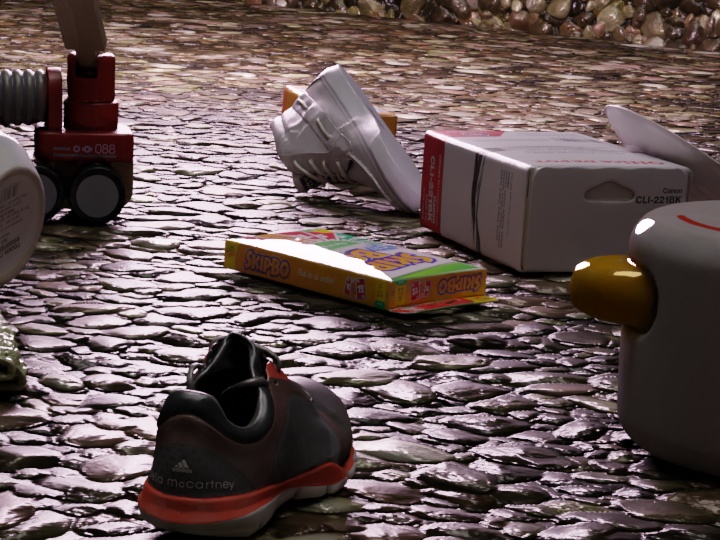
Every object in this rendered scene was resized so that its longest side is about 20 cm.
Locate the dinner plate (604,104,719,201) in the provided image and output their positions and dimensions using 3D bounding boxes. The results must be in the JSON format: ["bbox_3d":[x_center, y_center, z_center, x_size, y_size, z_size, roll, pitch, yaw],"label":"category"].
[{"bbox_3d":[0.275,-0.068,1.873,0.200,0.024,0.200,37,-1,1],"label":"dinner plate"}]

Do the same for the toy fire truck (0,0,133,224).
[{"bbox_3d":[-0.267,-0.142,1.851,0.174,0.202,0.129,1,11,-11],"label":"toy fire truck"}]

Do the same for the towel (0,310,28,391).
[{"bbox_3d":[-0.278,0.034,1.365,0.147,0.037,0.200,1,13,-18],"label":"towel"}]

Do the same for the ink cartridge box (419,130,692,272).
[{"bbox_3d":[0.151,-0.057,1.832,0.143,0.085,0.200,-1,11,-22],"label":"ink cartridge box"}]

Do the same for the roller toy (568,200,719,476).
[{"bbox_3d":[0.232,0.029,1.262,0.199,0.141,0.182,12,14,42],"label":"roller toy"}]

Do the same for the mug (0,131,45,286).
[{"bbox_3d":[-0.304,-0.033,1.550,0.152,0.188,0.150,17,-17,23],"label":"mug"}]

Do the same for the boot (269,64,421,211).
[{"bbox_3d":[-0.014,-0.094,2.047,0.074,0.095,0.200,43,10,-40],"label":"boot"}]

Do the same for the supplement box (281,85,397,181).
[{"bbox_3d":[-0.024,-0.132,2.225,0.068,0.067,0.200,3,11,-15],"label":"supplement box"}]

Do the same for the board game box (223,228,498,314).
[{"bbox_3d":[0.000,0.000,1.659,0.095,0.030,0.199,-8,18,-42],"label":"board game box"}]

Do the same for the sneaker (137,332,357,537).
[{"bbox_3d":[-0.047,0.069,1.136,0.076,0.083,0.200,6,11,13],"label":"sneaker"}]
